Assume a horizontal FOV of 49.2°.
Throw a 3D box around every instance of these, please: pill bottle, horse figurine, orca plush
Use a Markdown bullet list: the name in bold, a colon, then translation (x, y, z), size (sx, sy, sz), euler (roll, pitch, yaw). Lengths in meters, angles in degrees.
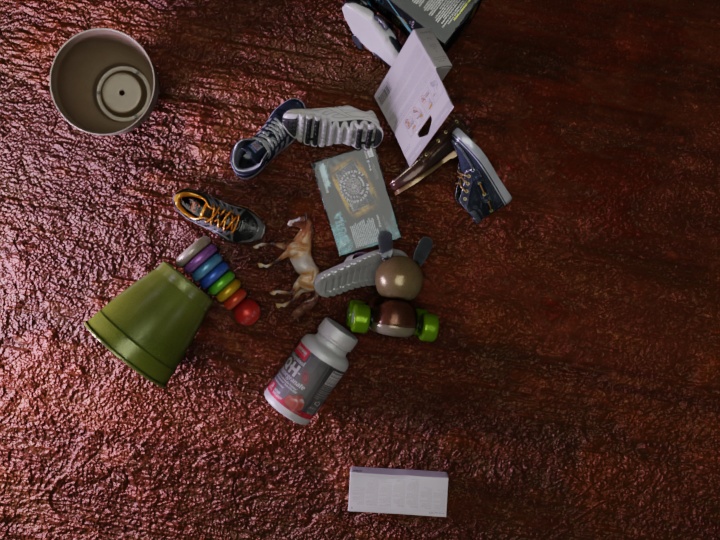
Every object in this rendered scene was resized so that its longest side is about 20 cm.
- **pill bottle**: translation (-0.094, 0.197, 1.569), size (0.111, 0.111, 0.200), euler (35, 93, -1)
- **horse figurine**: translation (-0.132, -0.002, 1.591), size (0.132, 0.050, 0.200), euler (-20, 92, 2)
- **orca plush**: translation (0.055, -0.471, 1.559), size (0.200, 0.105, 0.071), euler (37, 61, 2)

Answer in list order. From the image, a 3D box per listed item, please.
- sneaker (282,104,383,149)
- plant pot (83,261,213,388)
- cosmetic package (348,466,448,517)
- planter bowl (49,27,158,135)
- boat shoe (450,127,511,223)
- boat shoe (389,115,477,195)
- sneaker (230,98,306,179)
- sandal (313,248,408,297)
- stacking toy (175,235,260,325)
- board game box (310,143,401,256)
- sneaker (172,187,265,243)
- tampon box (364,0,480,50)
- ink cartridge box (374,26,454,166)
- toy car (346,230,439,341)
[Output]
- **sneaker**: translation (-0.056, -0.292, 1.555), size (0.200, 0.075, 0.081), euler (6, 51, -13)
- **plant pot**: translation (-0.397, 0.093, 1.543), size (0.200, 0.200, 0.193), euler (40, 81, -1)
- **cosmetic package**: translation (0.077, 0.451, 1.607), size (0.200, 0.051, 0.083), euler (4, 91, 1)
- **planter bowl**: translation (-0.485, -0.357, 1.540), size (0.200, 0.135, 0.200), euler (0, 92, 1)
- **boat shoe**: translation (0.214, -0.180, 1.536), size (0.091, 0.071, 0.200), euler (-38, 121, 4)
- **boat shoe**: translation (0.135, -0.230, 1.568), size (0.200, 0.070, 0.070), euler (-37, 98, -6)
- **sneaker**: translation (-0.181, -0.262, 1.551), size (0.070, 0.109, 0.200), euler (41, 93, -1)
- **sandal**: translation (-0.001, -0.006, 1.585), size (0.202, 0.050, 0.083), euler (-15, 128, -11)
- **stacking toy**: translation (-0.277, 0.029, 1.584), size (0.085, 0.085, 0.200), euler (-41, 95, 2)
- **board game box**: translation (-0.008, -0.142, 1.593), size (0.135, 0.028, 0.200), euler (-16, 93, 2)
- **sneaker**: translation (-0.289, -0.108, 1.577), size (0.200, 0.077, 0.078), euler (20, 91, -1)
- **tampon box**: translation (0.119, -0.528, 1.514), size (0.200, 0.150, 0.126), euler (39, 93, -1)
- **ink cartridge box**: translation (0.112, -0.323, 1.483), size (0.045, 0.200, 0.176), euler (-16, 72, -28)
- **toy car**: translation (0.071, 0.026, 1.535), size (0.164, 0.158, 0.200), euler (8, 92, -8)
